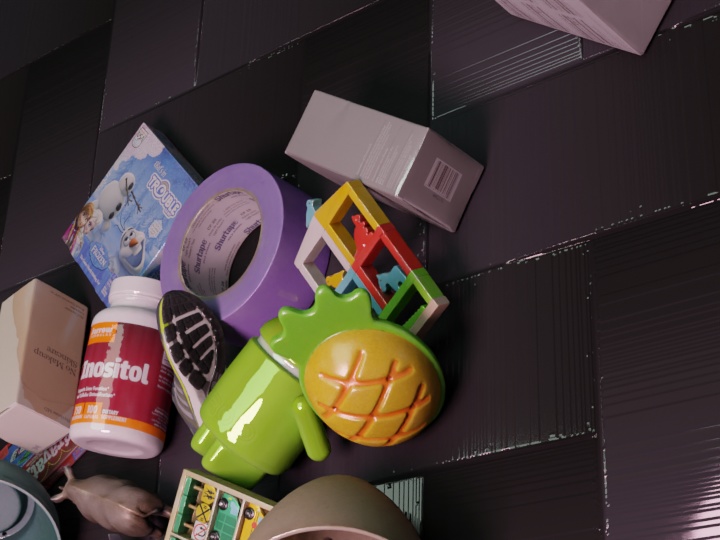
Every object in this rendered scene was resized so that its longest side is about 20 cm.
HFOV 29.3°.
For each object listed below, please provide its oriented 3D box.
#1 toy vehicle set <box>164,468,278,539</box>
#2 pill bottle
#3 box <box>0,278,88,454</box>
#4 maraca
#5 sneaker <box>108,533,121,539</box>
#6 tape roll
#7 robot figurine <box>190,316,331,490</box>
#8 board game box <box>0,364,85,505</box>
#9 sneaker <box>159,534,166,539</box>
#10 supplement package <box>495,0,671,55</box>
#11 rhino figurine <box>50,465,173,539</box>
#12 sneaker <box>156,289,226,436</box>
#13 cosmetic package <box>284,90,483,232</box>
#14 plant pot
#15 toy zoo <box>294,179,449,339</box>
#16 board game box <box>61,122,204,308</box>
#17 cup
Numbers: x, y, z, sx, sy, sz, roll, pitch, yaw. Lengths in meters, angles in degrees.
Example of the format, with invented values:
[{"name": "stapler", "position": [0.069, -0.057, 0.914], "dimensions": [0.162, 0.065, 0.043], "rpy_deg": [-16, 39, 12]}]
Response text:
[{"name": "toy vehicle set", "position": [-0.152, 0.318, 1.404], "dimensions": [0.124, 0.026, 0.201], "rpy_deg": [15, 91, 31]}, {"name": "pill bottle", "position": [-0.275, 0.115, 1.645], "dimensions": [0.112, 0.113, 0.201], "rpy_deg": [-10, 63, 39]}, {"name": "box", "position": [-0.416, 0.122, 1.764], "dimensions": [0.078, 0.095, 0.201], "rpy_deg": [-32, 43, 30]}, {"name": "maraca", "position": [0.000, 0.095, 1.346], "dimensions": [0.137, 0.200, 0.107], "rpy_deg": [-31, 28, 16]}, {"name": "sneaker", "position": [-0.262, 0.357, 1.535], "dimensions": [0.199, 0.079, 0.131], "rpy_deg": [-18, 66, 48]}, {"name": "tape roll", "position": [-0.136, -0.017, 1.603], "dimensions": [0.199, 0.085, 0.201], "rpy_deg": [-19, 58, 35]}, {"name": "robot figurine", "position": [-0.091, 0.133, 1.458], "dimensions": [0.200, 0.115, 0.175], "rpy_deg": [-53, 29, 2]}, {"name": "board game box", "position": [-0.400, 0.222, 1.776], "dimensions": [0.200, 0.019, 0.103], "rpy_deg": [-45, 47, 17]}, {"name": "sneaker", "position": [-0.132, 0.284, 1.465], "dimensions": [0.199, 0.073, 0.082], "rpy_deg": [-8, 61, 29]}, {"name": "supplement package", "position": [0.222, -0.352, 1.392], "dimensions": [0.200, 0.147, 0.192], "rpy_deg": [31, 92, 46]}, {"name": "rhino figurine", "position": [-0.293, 0.269, 1.603], "dimensions": [0.199, 0.087, 0.060], "rpy_deg": [7, 74, 44]}, {"name": "sneaker", "position": [-0.187, 0.119, 1.537], "dimensions": [0.081, 0.074, 0.201], "rpy_deg": [-5, 105, 52]}, {"name": "cosmetic package", "position": [0.023, -0.121, 1.492], "dimensions": [0.199, 0.107, 0.091], "rpy_deg": [21, 85, 48]}, {"name": "plant pot", "position": [-0.461, 0.311, 1.683], "dimensions": [0.201, 0.200, 0.134], "rpy_deg": [-51, 18, 11]}, {"name": "toy zoo", "position": [0.000, 0.000, 1.434], "dimensions": [0.200, 0.020, 0.131], "rpy_deg": [55, 132, 22]}, {"name": "board game box", "position": [-0.289, -0.064, 1.798], "dimensions": [0.199, 0.043, 0.200], "rpy_deg": [-52, 44, 8]}, {"name": "cup", "position": [-0.022, 0.277, 1.298], "dimensions": [0.200, 0.200, 0.143], "rpy_deg": [-40, 19, 21]}]
